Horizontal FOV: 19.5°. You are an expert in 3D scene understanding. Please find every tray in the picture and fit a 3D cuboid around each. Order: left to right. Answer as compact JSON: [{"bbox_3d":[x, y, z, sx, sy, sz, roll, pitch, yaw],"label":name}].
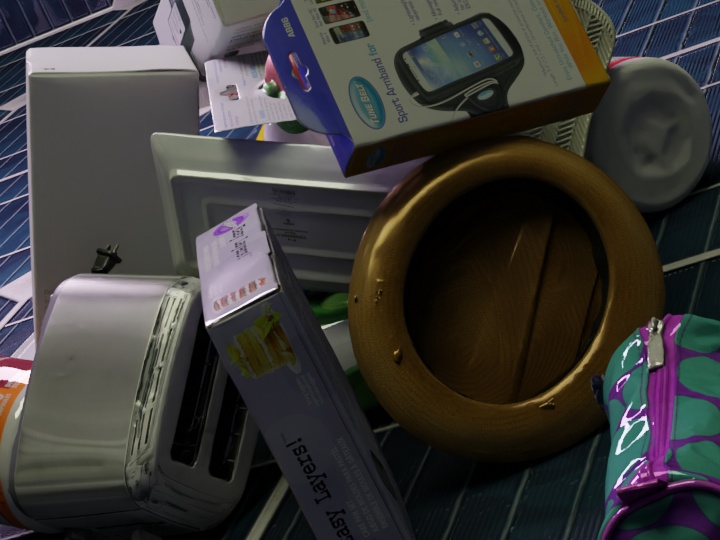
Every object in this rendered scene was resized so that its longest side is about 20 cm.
[{"bbox_3d":[-0.040,-0.029,1.317,0.198,0.108,0.022,5,32,21],"label":"tray"}]

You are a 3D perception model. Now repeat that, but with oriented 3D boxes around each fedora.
[{"bbox_3d":[0.086,0.023,1.256,0.199,0.202,0.082,-27,-16,-8],"label":"fedora"}]

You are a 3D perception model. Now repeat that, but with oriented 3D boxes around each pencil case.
[{"bbox_3d":[0.155,0.095,1.016,0.084,0.093,0.200,-20,18,14],"label":"pencil case"}]

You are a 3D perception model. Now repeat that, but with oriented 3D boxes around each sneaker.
[{"bbox_3d":[0.111,-0.096,1.442,0.084,0.075,0.201,-25,32,56],"label":"sneaker"}]

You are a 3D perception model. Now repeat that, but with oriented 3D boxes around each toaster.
[{"bbox_3d":[-0.137,0.080,1.343,0.128,0.113,0.202,-2,68,39],"label":"toaster"}]

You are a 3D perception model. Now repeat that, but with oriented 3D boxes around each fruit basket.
[{"bbox_3d":[-0.001,-0.124,1.380,0.198,0.095,0.185,-14,20,-2],"label":"fruit basket"}]

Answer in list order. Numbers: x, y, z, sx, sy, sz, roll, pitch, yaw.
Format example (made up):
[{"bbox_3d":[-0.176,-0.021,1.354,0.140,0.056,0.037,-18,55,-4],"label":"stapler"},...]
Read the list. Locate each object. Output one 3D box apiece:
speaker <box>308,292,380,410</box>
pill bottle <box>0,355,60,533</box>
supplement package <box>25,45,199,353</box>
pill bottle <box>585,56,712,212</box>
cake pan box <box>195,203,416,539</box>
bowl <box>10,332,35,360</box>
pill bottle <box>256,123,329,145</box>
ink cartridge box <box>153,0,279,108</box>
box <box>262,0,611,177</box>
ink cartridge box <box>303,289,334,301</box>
[{"bbox_3d":[0.046,0.033,1.365,0.198,0.089,0.089,-21,17,14],"label":"speaker"},{"bbox_3d":[-0.279,0.112,1.459,0.198,0.115,0.114,6,31,31],"label":"pill bottle"},{"bbox_3d":[-0.174,-0.051,1.476,0.118,0.202,0.121,-2,15,-9],"label":"supplement package"},{"bbox_3d":[0.163,-0.103,1.561,0.110,0.112,0.200,-32,18,-21],"label":"pill bottle"},{"bbox_3d":[-0.032,0.070,1.194,0.052,0.185,0.200,-24,18,1],"label":"cake pan box"},{"bbox_3d":[-0.203,0.082,1.597,0.198,0.075,0.200,-19,17,24],"label":"bowl"},{"bbox_3d":[-0.031,-0.080,1.624,0.112,0.112,0.200,-37,-13,-34],"label":"pill bottle"},{"bbox_3d":[-0.062,-0.198,1.521,0.145,0.084,0.200,-18,-8,-15],"label":"ink cartridge box"},{"bbox_3d":[0.040,-0.132,1.273,0.198,0.120,0.042,-16,-23,-18],"label":"box"},{"bbox_3d":[0.000,0.000,1.442,0.198,0.042,0.119,-8,-13,-22],"label":"ink cartridge box"}]
